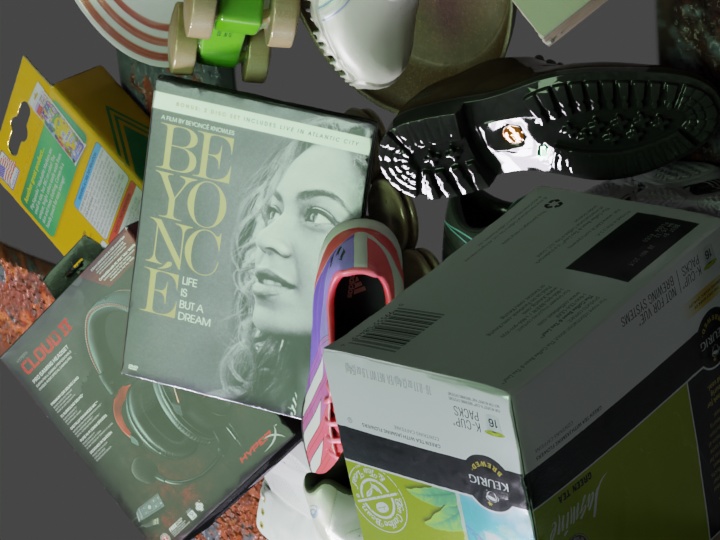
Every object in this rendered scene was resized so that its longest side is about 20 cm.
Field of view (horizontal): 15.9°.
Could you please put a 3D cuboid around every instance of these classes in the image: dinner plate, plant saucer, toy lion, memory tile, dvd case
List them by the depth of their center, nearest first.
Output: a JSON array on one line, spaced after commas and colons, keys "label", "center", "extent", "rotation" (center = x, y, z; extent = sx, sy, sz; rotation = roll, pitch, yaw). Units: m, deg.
[{"label": "plant saucer", "center": [0.029, -0.193, 1.561], "extent": [0.200, 0.037, 0.202], "rotation": [26, 129, 37]}, {"label": "toy lion", "center": [-0.071, -0.224, 1.565], "extent": [0.200, 0.068, 0.193], "rotation": [146, 129, -79]}, {"label": "dvd case", "center": [-0.072, -0.012, 1.633], "extent": [0.148, 0.016, 0.201], "rotation": [13, 107, 15]}, {"label": "memory tile", "center": [0.000, 0.000, 1.672], "extent": [0.154, 0.017, 0.200], "rotation": [68, 153, 19]}, {"label": "dinner plate", "center": [-0.148, -0.236, 1.747], "extent": [0.200, 0.024, 0.201], "rotation": [27, 129, 38]}]

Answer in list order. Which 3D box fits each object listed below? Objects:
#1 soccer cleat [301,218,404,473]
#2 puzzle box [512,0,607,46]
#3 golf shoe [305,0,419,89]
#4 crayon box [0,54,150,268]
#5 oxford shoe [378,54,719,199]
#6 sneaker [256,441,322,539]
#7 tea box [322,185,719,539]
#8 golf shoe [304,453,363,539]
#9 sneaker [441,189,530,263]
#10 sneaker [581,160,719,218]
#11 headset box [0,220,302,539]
[{"label": "soccer cleat", "center": [-0.004, 0.072, 1.591], "extent": [0.068, 0.073, 0.201], "rotation": [3, 109, 2]}, {"label": "puzzle box", "center": [0.093, -0.239, 1.403], "extent": [0.200, 0.133, 0.025], "rotation": [54, -176, 13]}, {"label": "golf shoe", "center": [0.021, -0.193, 1.487], "extent": [0.097, 0.078, 0.201], "rotation": [17, 123, 36]}, {"label": "crayon box", "center": [-0.179, -0.055, 1.861], "extent": [0.200, 0.051, 0.126], "rotation": [47, 138, 19]}, {"label": "oxford shoe", "center": [0.112, -0.097, 1.478], "extent": [0.199, 0.085, 0.073], "rotation": [-3, 124, 21]}, {"label": "sneaker", "center": [-0.063, 0.126, 1.813], "extent": [0.200, 0.073, 0.116], "rotation": [47, 135, 19]}, {"label": "tea box", "center": [0.105, 0.091, 1.386], "extent": [0.133, 0.200, 0.198], "rotation": [11, 124, 41]}, {"label": "golf shoe", "center": [0.048, 0.095, 1.548], "extent": [0.078, 0.200, 0.097], "rotation": [13, 147, 53]}, {"label": "sneaker", "center": [0.118, 0.000, 1.537], "extent": [0.199, 0.075, 0.080], "rotation": [13, 118, 44]}, {"label": "sneaker", "center": [0.205, 0.006, 1.439], "extent": [0.199, 0.075, 0.116], "rotation": [8, 113, 43]}, {"label": "headset box", "center": [-0.136, 0.066, 1.736], "extent": [0.149, 0.075, 0.200], "rotation": [-42, 83, 28]}]
